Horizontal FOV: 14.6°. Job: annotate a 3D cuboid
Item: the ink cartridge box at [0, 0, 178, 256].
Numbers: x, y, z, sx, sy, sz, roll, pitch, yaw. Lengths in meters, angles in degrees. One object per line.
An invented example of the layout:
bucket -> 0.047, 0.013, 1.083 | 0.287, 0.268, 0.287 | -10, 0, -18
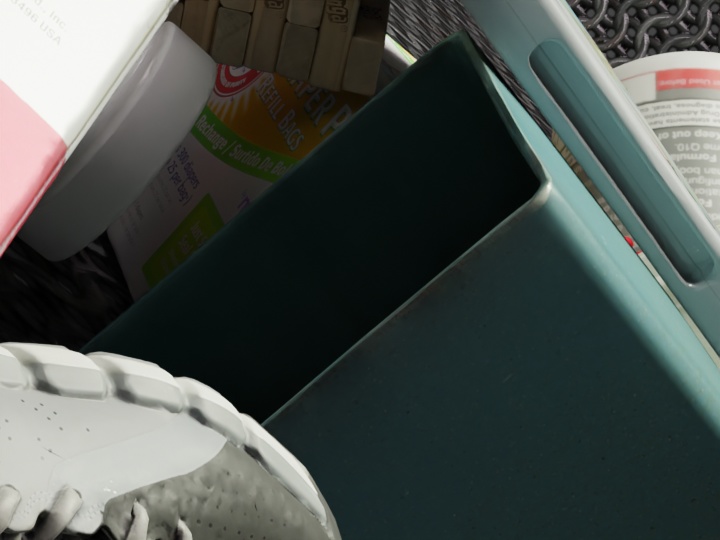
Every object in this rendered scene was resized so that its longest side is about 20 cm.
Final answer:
ink cartridge box -> -0.117, -0.082, 0.610 | 0.145, 0.083, 0.200 | 41, 38, -11

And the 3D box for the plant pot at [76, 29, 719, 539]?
plant pot -> 0.044, 0.073, 0.705 | 0.200, 0.141, 0.141 | 47, 8, -18

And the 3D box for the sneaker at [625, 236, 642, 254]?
sneaker -> 0.075, 0.036, 1.024 | 0.078, 0.116, 0.200 | 40, 11, -19

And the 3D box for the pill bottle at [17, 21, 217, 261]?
pill bottle -> -0.135, -0.092, 0.755 | 0.200, 0.104, 0.104 | 40, 10, -17

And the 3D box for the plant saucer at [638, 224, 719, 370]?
plant saucer -> 0.118, 0.049, 0.862 | 0.200, 0.200, 0.050 | 54, -7, 45

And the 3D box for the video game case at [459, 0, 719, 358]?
video game case -> 0.047, -0.075, 0.802 | 0.182, 0.022, 0.200 | 51, 8, -31

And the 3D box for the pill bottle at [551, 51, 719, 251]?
pill bottle -> 0.131, 0.023, 1.114 | 0.114, 0.114, 0.200 | 36, 43, -37

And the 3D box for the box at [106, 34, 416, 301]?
box -> 0.000, 0.000, 0.890 | 0.101, 0.113, 0.200 | 38, 10, -28

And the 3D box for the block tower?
block tower -> -0.087, -0.104, 0.836 | 0.200, 0.058, 0.054 | 12, 25, -1

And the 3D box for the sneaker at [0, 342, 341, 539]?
sneaker -> -0.077, 0.059, 0.492 | 0.200, 0.075, 0.116 | 26, 23, -31
